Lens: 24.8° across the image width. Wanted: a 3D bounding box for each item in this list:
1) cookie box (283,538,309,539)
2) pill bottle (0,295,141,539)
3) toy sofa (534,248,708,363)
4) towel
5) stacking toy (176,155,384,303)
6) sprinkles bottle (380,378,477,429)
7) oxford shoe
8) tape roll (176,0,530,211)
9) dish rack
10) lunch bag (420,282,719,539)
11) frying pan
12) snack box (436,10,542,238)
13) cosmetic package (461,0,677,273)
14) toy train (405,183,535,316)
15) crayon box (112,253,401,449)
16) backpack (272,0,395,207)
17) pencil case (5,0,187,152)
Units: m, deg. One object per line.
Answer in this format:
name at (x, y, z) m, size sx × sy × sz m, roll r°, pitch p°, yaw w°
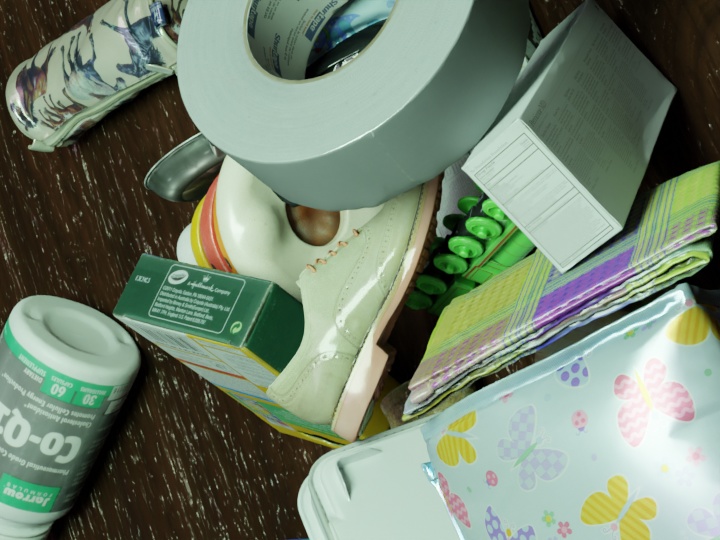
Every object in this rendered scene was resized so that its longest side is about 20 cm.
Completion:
cookie box at (-0.102, 0.246, 1.123) m, size 0.171 × 0.199 × 0.076 m, roll -33°, pitch 67°, yaw 34°
pill bottle at (-0.265, 0.131, 1.326) m, size 0.113 × 0.113 × 0.201 m, roll 41°, pitch 114°, yaw 34°
toy sofa at (0.195, 0.048, 0.959) m, size 0.199 × 0.083 × 0.098 m, roll 12°, pitch 101°, yaw 40°
towel at (0.113, 0.008, 0.898) m, size 0.199 × 0.144 × 0.023 m, roll -31°, pitch 100°, yaw 22°
stacking toy at (-0.074, -0.024, 1.188) m, size 0.200 × 0.145 × 0.147 m, roll -20°, pitch 74°, yaw 57°
sprinkles bottle at (0.075, 0.165, 1.063) m, size 0.068 × 0.068 × 0.201 m, roll -34°, pitch 67°, yaw 34°
oxford shoe at (0.000, 0.000, 1.011) m, size 0.073 × 0.071 × 0.201 m, roll 19°, pitch 84°, yaw 7°
tape roll at (-0.006, -0.137, 0.928) m, size 0.199 × 0.066 × 0.202 m, roll -14°, pitch 61°, yaw 27°
dish rack at (0.073, 0.145, 0.980) m, size 0.044 × 0.199 × 0.172 m, roll 83°, pitch 165°, yaw -48°
lunch bag at (0.141, 0.120, 0.874) m, size 0.199 × 0.127 × 0.170 m, roll -31°, pitch 74°, yaw 27°
frying pan at (-0.090, -0.096, 1.172) m, size 0.031 × 0.114 × 0.190 m, roll 62°, pitch 149°, yaw 9°
snack box at (0.070, -0.132, 1.105) m, size 0.116 × 0.037 × 0.201 m, roll -34°, pitch 66°, yaw 34°
cosmetic package at (0.124, -0.083, 0.944) m, size 0.083 × 0.200 × 0.051 m, roll 47°, pitch 122°, yaw -8°
toy train at (0.078, -0.015, 1.027) m, size 0.200 × 0.056 × 0.042 m, roll 130°, pitch 157°, yaw -64°
crayon box at (-0.058, 0.063, 1.121) m, size 0.125 × 0.200 × 0.052 m, roll 12°, pitch 69°, yaw 40°
backpack at (-0.028, -0.171, 1.076) m, size 0.163 × 0.154 × 0.201 m, roll -30°, pitch 39°, yaw 15°
pencil case at (-0.198, -0.165, 1.309) m, size 0.199 × 0.078 × 0.090 m, roll -25°, pitch 52°, yaw 36°
